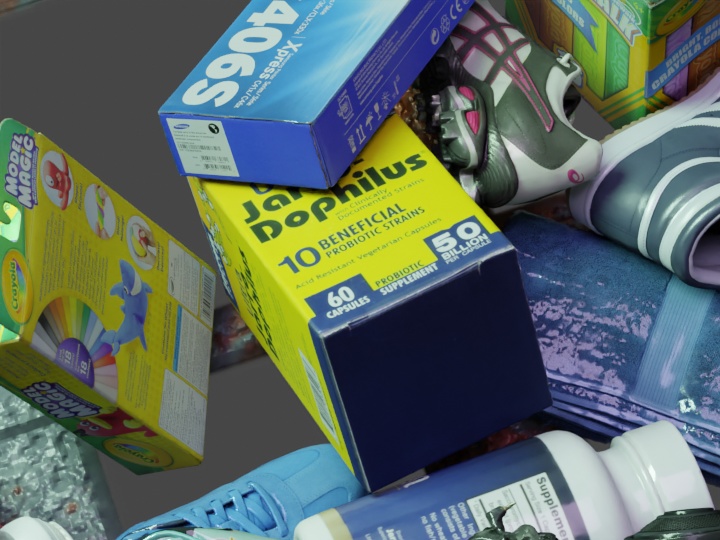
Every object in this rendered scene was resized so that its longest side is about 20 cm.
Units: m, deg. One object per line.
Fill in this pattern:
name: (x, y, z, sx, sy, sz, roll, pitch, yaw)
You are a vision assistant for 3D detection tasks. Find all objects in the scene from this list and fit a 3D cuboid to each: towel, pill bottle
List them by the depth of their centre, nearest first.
pill bottle: (0.076, 0.146, 1.512, 0.199, 0.111, 0.111, -19, 65, -9)
towel: (0.152, 0.042, 1.597, 0.199, 0.049, 0.112, 19, 65, 10)

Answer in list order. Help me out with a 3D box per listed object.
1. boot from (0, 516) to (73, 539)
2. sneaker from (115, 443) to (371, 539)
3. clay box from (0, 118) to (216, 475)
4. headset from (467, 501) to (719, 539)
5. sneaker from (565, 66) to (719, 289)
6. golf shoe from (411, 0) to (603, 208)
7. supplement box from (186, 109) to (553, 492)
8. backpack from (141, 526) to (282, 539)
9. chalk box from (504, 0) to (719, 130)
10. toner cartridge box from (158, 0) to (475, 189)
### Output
boot: (-0.100, 0.186, 1.473, 0.095, 0.201, 0.073, -32, 27, -19)
sneaker: (-0.076, 0.146, 1.534, 0.200, 0.079, 0.066, -32, 66, -15)
clay box: (-0.145, 0.015, 1.533, 0.047, 0.200, 0.115, -12, 60, 27)
headset: (0.141, 0.167, 1.442, 0.200, 0.094, 0.124, 31, 65, -34)
sneaker: (0.218, -0.061, 1.610, 0.200, 0.070, 0.108, -33, 43, -19)
golf shoe: (0.073, -0.101, 1.636, 0.088, 0.077, 0.200, -4, 42, -5)
supplement box: (0.000, 0.000, 1.543, 0.109, 0.110, 0.200, -25, 38, -11)
backpack: (-0.025, 0.215, 1.346, 0.199, 0.153, 0.177, 17, 88, 5)
chalk box: (0.159, -0.183, 1.619, 0.124, 0.200, 0.125, -36, 64, -14)
toner cartridge box: (-0.014, -0.121, 1.574, 0.095, 0.043, 0.200, 7, 41, 29)
